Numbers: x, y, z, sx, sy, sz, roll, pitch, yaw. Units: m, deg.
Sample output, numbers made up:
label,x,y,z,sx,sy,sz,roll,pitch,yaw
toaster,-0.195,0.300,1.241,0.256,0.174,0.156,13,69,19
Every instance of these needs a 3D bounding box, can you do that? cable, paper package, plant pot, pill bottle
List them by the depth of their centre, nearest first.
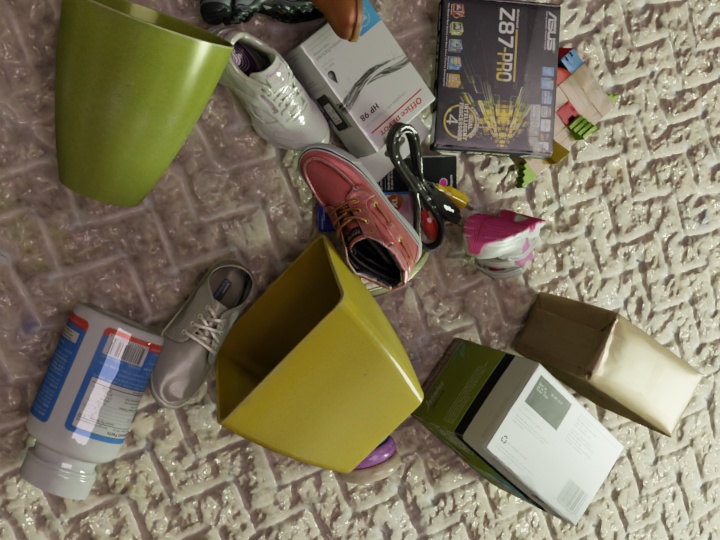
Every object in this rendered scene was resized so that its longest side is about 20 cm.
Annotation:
label,x,y,z,sx,sy,sz,roll,pitch,yaw
plant pot,-0.256,-0.180,1.085,0.185,0.187,0.202,13,106,-28
pill bottle,-0.309,0.148,1.125,0.111,0.112,0.202,25,86,-28
plant pot,-0.041,0.115,1.173,0.200,0.200,0.176,-44,112,9
cable,0.073,-0.101,1.270,0.097,0.050,0.200,-49,127,-6
paper package,0.349,0.130,1.419,0.199,0.190,0.104,32,85,-26

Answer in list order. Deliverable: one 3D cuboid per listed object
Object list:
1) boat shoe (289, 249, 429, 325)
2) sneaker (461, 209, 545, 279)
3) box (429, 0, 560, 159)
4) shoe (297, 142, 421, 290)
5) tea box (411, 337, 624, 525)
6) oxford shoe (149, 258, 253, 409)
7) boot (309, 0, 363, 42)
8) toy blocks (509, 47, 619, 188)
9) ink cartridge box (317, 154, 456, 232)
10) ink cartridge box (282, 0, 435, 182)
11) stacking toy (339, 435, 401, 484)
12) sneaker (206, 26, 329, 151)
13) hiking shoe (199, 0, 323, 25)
label,x,y,z,sx,sy,sz,roll,pitch,yaw
boat shoe,-0.002,0.000,1.288,0.199,0.073,0.064,-26,113,-14
sneaker,0.192,-0.027,1.344,0.199,0.081,0.089,-11,115,-59
box,0.177,-0.253,1.315,0.159,0.049,0.203,5,89,-5
shoe,-0.006,-0.065,1.206,0.071,0.091,0.200,-39,101,27
tea box,0.207,0.214,1.353,0.200,0.196,0.134,42,77,-25
oxford shoe,-0.188,0.070,1.183,0.075,0.058,0.201,36,67,-20
boot,-0.091,-0.334,1.118,0.153,0.074,0.202,-14,70,-26
toy blocks,0.250,-0.232,1.380,0.200,0.100,0.137,-41,100,-7
ink cartridge box,0.037,-0.102,1.314,0.198,0.037,0.096,-5,99,-25
ink cartridge box,0.011,-0.224,1.243,0.116,0.067,0.201,-43,105,-21
stacking toy,-0.008,0.172,1.307,0.085,0.085,0.203,-18,101,-24
sneaker,-0.106,-0.210,1.186,0.200,0.099,0.075,41,77,-27
hiking shoe,-0.100,-0.345,1.185,0.198,0.074,0.088,-10,90,-33
